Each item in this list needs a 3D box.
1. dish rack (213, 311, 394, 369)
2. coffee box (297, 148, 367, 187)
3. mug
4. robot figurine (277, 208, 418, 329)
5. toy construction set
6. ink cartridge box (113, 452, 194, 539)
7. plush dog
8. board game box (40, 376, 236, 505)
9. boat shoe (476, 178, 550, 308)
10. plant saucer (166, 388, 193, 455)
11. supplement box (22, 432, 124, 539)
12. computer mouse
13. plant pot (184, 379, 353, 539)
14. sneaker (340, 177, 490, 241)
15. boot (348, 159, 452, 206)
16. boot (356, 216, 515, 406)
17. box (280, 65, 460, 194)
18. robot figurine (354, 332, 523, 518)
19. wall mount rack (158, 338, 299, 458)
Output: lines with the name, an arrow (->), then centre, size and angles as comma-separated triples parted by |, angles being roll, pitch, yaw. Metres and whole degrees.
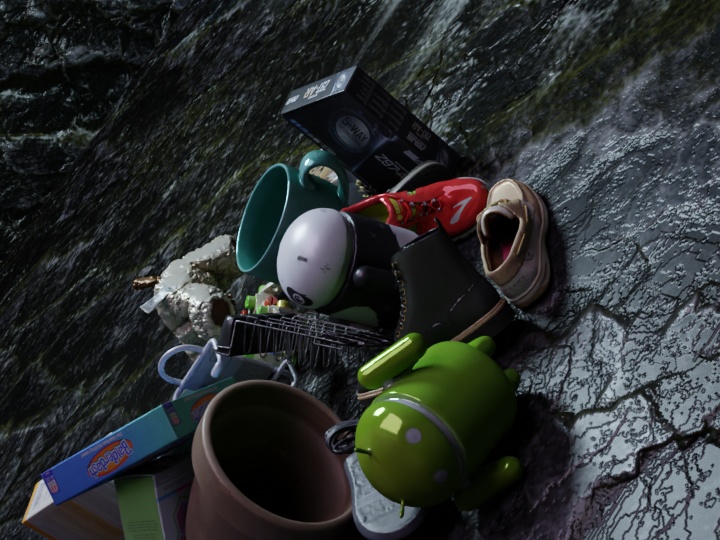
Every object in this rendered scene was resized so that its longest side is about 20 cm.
dish rack -> -0.056, 0.086, 1.375 | 0.199, 0.153, 0.055 | 9, 96, 30
coffee box -> -0.073, -0.096, 1.719 | 0.200, 0.080, 0.113 | -36, 32, 30
mug -> -0.073, -0.056, 1.506 | 0.185, 0.114, 0.153 | -24, 51, 57
robot figurine -> -0.001, 0.001, 1.349 | 0.150, 0.199, 0.125 | -42, 42, 45
toy construction set -> -0.115, 0.058, 1.591 | 0.200, 0.092, 0.132 | -78, 11, -53
ink cartridge box -> -0.219, 0.324, 1.341 | 0.059, 0.201, 0.104 | -9, 3, 24
plush dog -> -0.236, 0.069, 1.692 | 0.159, 0.172, 0.201 | -9, 38, 12
board game box -> -0.250, 0.198, 1.339 | 0.199, 0.045, 0.152 | -31, -7, 26
boat shoe -> 0.166, -0.047, 1.288 | 0.074, 0.069, 0.201 | -39, 30, 25
plant saucer -> -0.240, 0.241, 1.536 | 0.200, 0.027, 0.201 | 90, -154, -66
supplement box -> -0.373, 0.327, 1.646 | 0.200, 0.126, 0.074 | -33, 31, 33
computer mouse -> 0.038, 0.217, 1.193 | 0.138, 0.053, 0.200 | -23, 32, 8
plant pot -> -0.116, 0.252, 1.280 | 0.175, 0.199, 0.201 | -56, 21, 34
sneaker -> 0.062, -0.067, 1.408 | 0.199, 0.085, 0.077 | -14, 80, 21
boot -> 0.028, -0.093, 1.553 | 0.204, 0.073, 0.154 | -50, 32, 16
boot -> 0.050, 0.046, 1.256 | 0.200, 0.139, 0.077 | -35, 5, 15
box -> 0.012, -0.184, 1.555 | 0.160, 0.200, 0.044 | -7, 51, 54
robot figurine -> 0.074, 0.147, 1.111 | 0.200, 0.176, 0.116 | -39, 4, -40
wall mount rack -> -0.173, 0.175, 1.457 | 0.174, 0.199, 0.075 | -55, 36, 23
